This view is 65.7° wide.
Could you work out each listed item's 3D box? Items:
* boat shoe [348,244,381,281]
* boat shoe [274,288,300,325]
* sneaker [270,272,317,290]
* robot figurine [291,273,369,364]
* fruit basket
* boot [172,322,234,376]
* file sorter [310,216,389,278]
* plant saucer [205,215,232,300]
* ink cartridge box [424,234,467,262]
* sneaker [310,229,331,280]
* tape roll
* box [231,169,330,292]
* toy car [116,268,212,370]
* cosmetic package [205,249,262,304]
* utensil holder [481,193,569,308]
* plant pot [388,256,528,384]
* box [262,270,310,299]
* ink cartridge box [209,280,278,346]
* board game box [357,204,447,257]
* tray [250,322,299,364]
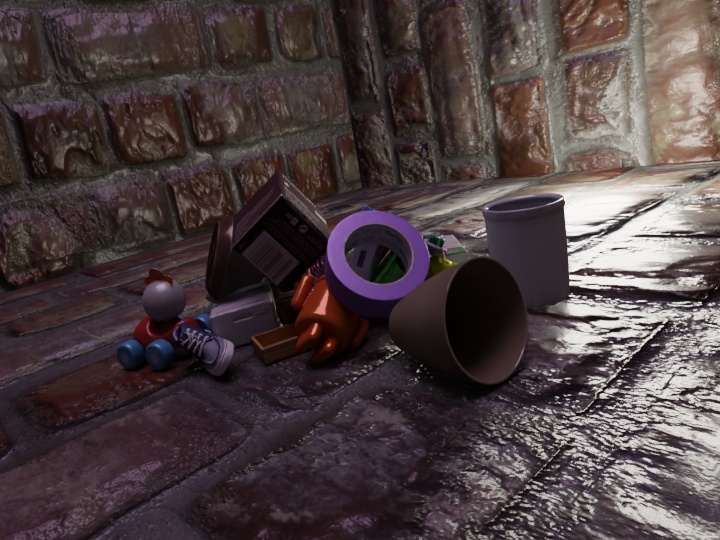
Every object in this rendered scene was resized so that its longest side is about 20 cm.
[{"bbox_3d":[0.000,0.000,1.215,0.070,0.205,0.066,15,-4,19],"label":"boat shoe"},{"bbox_3d":[-0.147,0.083,1.233,0.070,0.070,0.200,-10,-7,-14],"label":"boat shoe"},{"bbox_3d":[-0.136,0.062,1.351,0.090,0.070,0.199,-44,61,-13],"label":"sneaker"},{"bbox_3d":[-0.058,0.082,1.093,0.140,0.119,0.202,11,44,15],"label":"robot figurine"},{"bbox_3d":[0.129,0.015,1.210,0.214,0.157,0.216,-37,10,7],"label":"fruit basket"},{"bbox_3d":[-0.321,0.153,1.117,0.089,0.074,0.199,30,-14,-25],"label":"boot"},{"bbox_3d":[-0.033,-0.032,1.349,0.140,0.125,0.200,-55,7,-15],"label":"file sorter"},{"bbox_3d":[-0.340,-0.033,1.329,0.034,0.206,0.200,9,6,-21],"label":"plant saucer"},{"bbox_3d":[0.193,-0.022,1.446,0.141,0.086,0.200,-10,14,2],"label":"ink cartridge box"},{"bbox_3d":[-0.101,-0.036,1.522,0.094,0.203,0.079,-17,49,-37],"label":"sneaker"},{"bbox_3d":[0.030,-0.015,1.063,0.196,0.203,0.066,-15,-28,-19],"label":"tape roll"},{"bbox_3d":[-0.183,-0.094,1.282,0.164,0.166,0.201,-43,25,10],"label":"box"},{"bbox_3d":[-0.450,0.092,1.259,0.173,0.205,0.184,-4,15,26],"label":"toy car"},{"bbox_3d":[-0.306,0.011,1.442,0.102,0.202,0.073,32,17,-2],"label":"cosmetic package"},{"bbox_3d":[0.347,-0.043,1.165,0.165,0.205,0.170,-9,14,2],"label":"utensil holder"},{"bbox_3d":[0.140,0.086,0.921,0.184,0.192,0.198,-20,4,-34],"label":"plant pot"},{"bbox_3d":[-0.208,0.032,1.516,0.094,0.102,0.199,-18,15,-26],"label":"box"},{"bbox_3d":[-0.272,0.102,1.316,0.142,0.086,0.200,-16,15,-7],"label":"ink cartridge box"},{"bbox_3d":[0.102,-0.081,1.250,0.196,0.026,0.200,25,-1,12],"label":"board game box"},{"bbox_3d":[-0.124,0.137,1.174,0.196,0.038,0.098,-18,16,-22],"label":"tray"}]
